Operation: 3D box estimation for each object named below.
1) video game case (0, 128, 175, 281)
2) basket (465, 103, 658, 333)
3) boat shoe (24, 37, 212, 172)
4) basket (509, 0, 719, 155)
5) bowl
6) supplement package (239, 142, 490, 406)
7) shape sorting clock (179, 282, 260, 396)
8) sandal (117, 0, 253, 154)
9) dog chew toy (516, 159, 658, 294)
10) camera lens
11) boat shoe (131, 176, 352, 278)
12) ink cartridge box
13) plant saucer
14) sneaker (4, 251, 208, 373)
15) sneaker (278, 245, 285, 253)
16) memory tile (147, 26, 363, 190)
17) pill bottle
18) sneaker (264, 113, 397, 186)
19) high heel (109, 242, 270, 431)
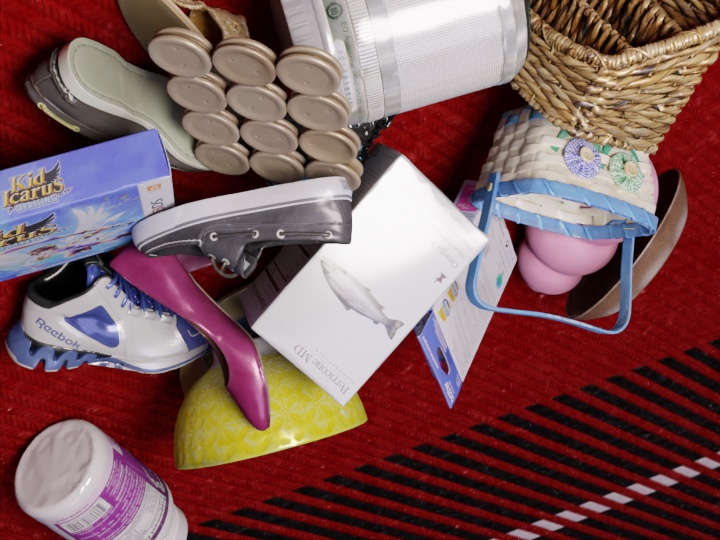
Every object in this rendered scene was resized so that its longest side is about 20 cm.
[{"bbox_3d":[-0.255,-0.046,0.974,0.198,0.046,0.181,-17,170,-10],"label":"video game case"},{"bbox_3d":[0.187,-0.050,1.097,0.175,0.139,0.202,10,86,-25],"label":"basket"},{"bbox_3d":[-0.195,-0.132,0.993,0.060,0.072,0.201,-19,152,28],"label":"boat shoe"},{"bbox_3d":[0.206,-0.224,1.032,0.141,0.201,0.150,7,127,-31],"label":"basket"},{"bbox_3d":[-0.101,0.123,1.171,0.198,0.109,0.200,-14,178,0],"label":"bowl"},{"bbox_3d":[0.000,0.000,1.060,0.117,0.117,0.200,41,91,-16],"label":"supplement package"},{"bbox_3d":[-0.100,0.093,1.264,0.198,0.039,0.202,-14,130,-17],"label":"shape sorting clock"},{"bbox_3d":[-0.118,-0.185,0.993,0.212,0.077,0.070,50,59,-29],"label":"sandal"},{"bbox_3d":[0.236,-0.053,1.266,0.123,0.125,0.201,0,136,-29],"label":"dog chew toy"},{"bbox_3d":[0.032,-0.214,0.964,0.198,0.161,0.161,-17,135,-5],"label":"camera lens"},{"bbox_3d":[-0.099,-0.027,0.986,0.198,0.067,0.070,-11,172,9],"label":"boat shoe"},{"bbox_3d":[0.098,0.022,1.165,0.201,0.042,0.120,-64,146,-33],"label":"ink cartridge box"},{"bbox_3d":[0.300,-0.020,1.282,0.036,0.201,0.201,34,113,-3],"label":"plant saucer"},{"bbox_3d":[-0.232,0.033,1.108,0.197,0.081,0.116,-2,132,-25],"label":"sneaker"},{"bbox_3d":[-0.042,-0.028,1.147,0.073,0.084,0.202,1,117,-26],"label":"sneaker"},{"bbox_3d":[-0.076,-0.124,0.927,0.151,0.017,0.200,9,156,10],"label":"memory tile"},{"bbox_3d":[-0.273,0.252,1.261,0.112,0.113,0.200,-33,137,3],"label":"pill bottle"},{"bbox_3d":[-0.004,-0.135,1.072,0.199,0.082,0.073,-30,159,4],"label":"sneaker"},{"bbox_3d":[-0.151,0.063,1.054,0.095,0.202,0.067,-21,175,-18],"label":"high heel"}]
